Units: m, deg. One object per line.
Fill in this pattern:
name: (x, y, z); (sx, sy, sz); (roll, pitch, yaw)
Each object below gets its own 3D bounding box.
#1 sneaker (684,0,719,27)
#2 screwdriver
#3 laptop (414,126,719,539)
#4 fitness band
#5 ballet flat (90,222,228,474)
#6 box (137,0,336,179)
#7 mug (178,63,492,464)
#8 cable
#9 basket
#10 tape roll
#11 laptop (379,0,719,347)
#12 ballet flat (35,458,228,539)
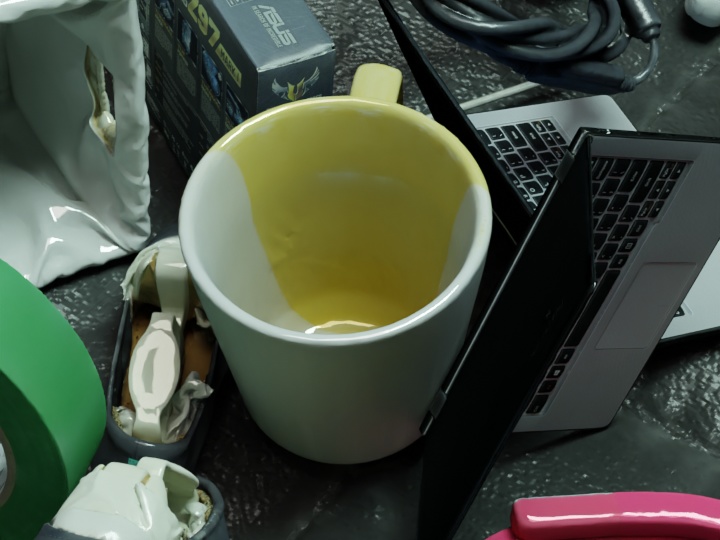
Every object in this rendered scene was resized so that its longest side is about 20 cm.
sneaker: (0.289, -0.209, 1.308); (0.099, 0.078, 0.200); (41, 60, 16)
screwdriver: (0.043, -0.090, 1.206); (0.198, 0.028, 0.029); (-17, 24, -15)
laptop: (0.111, 0.043, 0.950); (0.199, 0.188, 0.116); (1, 40, -37)
fitness band: (0.132, 0.177, 0.985); (0.198, 0.038, 0.145); (-1, 52, -6)
ballet flat: (-0.097, 0.033, 1.062); (0.072, 0.073, 0.201); (8, 49, 1)
box: (-0.081, -0.124, 1.140); (0.051, 0.158, 0.201); (-19, 53, -20)
mug: (0.003, 0.008, 1.029); (0.149, 0.154, 0.186); (34, 61, 25)
cable: (0.085, -0.178, 1.101); (0.199, 0.051, 0.165); (5, 66, -43)
basket: (-0.232, -0.096, 1.079); (0.199, 0.199, 0.161); (-21, 50, -21)
tape roll: (-0.218, 0.052, 0.946); (0.199, 0.201, 0.048); (18, 50, 10)
laptop: (0.118, -0.060, 1.102); (0.199, 0.116, 0.188); (-10, 51, -28)
ballet flat: (-0.104, 0.118, 0.903); (0.072, 0.200, 0.074); (-1, 88, 14)
